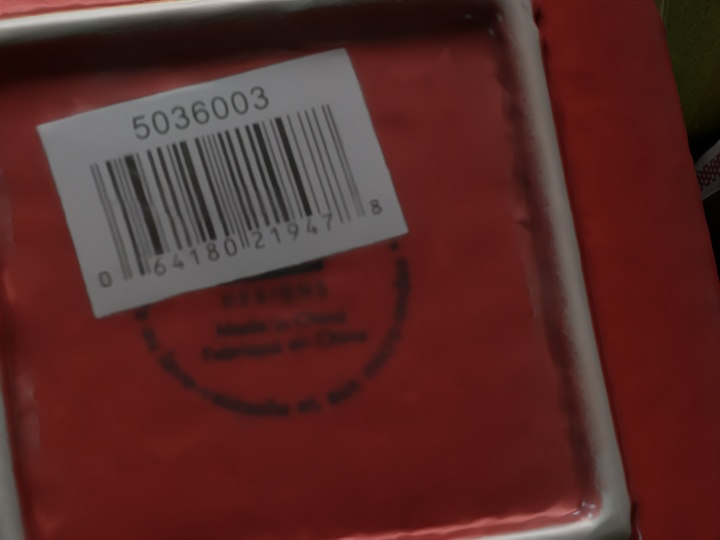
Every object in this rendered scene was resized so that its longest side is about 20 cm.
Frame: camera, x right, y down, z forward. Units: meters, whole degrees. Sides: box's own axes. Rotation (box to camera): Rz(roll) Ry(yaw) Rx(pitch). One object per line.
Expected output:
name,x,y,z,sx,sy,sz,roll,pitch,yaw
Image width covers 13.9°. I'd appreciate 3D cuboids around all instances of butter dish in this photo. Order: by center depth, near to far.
butter dish,-0.027,0.024,0.669,0.200,0.200,0.148,-7,-16,-10

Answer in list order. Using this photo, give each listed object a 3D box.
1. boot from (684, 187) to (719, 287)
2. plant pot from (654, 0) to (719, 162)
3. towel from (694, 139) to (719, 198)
boot,0.135,-0.008,0.737,0.200,0.064,0.186,-31,-10,-45
plant pot,0.061,-0.104,0.838,0.200,0.201,0.193,3,12,42
towel,0.132,-0.038,0.834,0.146,0.030,0.200,-46,-9,38
